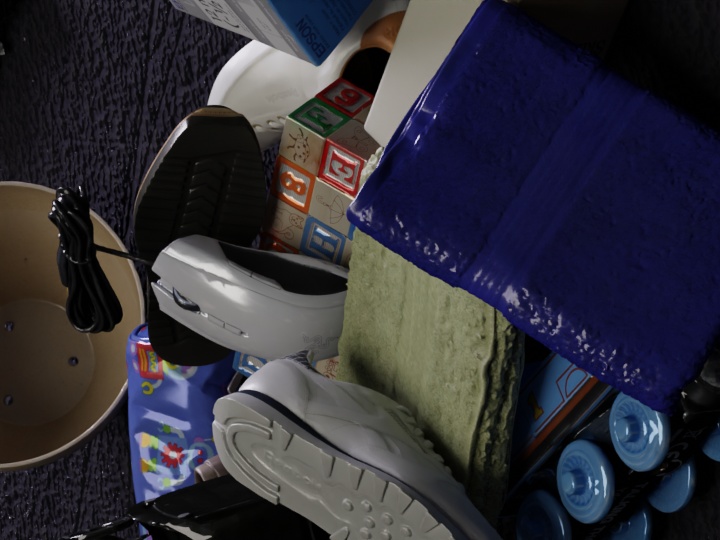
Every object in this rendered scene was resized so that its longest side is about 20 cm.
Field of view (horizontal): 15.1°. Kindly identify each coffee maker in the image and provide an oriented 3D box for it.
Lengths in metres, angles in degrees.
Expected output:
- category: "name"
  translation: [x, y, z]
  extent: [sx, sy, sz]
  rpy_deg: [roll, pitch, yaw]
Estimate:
- category: "coffee maker"
  translation: [-0.060, 0.222, 1.570]
  extent: [0.135, 0.192, 0.200]
  rpy_deg: [-58, -44, -83]

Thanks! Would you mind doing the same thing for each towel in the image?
- category: "towel"
  translation: [0.040, 0.042, 1.507]
  extent: [0.148, 0.036, 0.200]
  rpy_deg: [41, 137, 43]
- category: "towel"
  translation: [0.111, -0.033, 1.399]
  extent: [0.200, 0.148, 0.050]
  rpy_deg: [32, 167, 7]

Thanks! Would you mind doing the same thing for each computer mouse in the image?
- category: "computer mouse"
  translation: [-0.087, 0.015, 1.586]
  extent: [0.200, 0.044, 0.110]
  rpy_deg: [12, 137, 8]

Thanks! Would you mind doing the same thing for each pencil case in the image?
- category: "pencil case"
  translation: [-0.109, 0.128, 1.820]
  extent: [0.087, 0.078, 0.200]
  rpy_deg: [0, 98, 24]

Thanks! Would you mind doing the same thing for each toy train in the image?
- category: "toy train"
  translation: [0.133, 0.084, 1.488]
  extent: [0.200, 0.087, 0.114]
  rpy_deg: [-54, 51, 44]

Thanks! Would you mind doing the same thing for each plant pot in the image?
- category: "plant pot"
  translation: [-0.242, 0.052, 1.911]
  extent: [0.134, 0.200, 0.200]
  rpy_deg: [78, 170, -75]

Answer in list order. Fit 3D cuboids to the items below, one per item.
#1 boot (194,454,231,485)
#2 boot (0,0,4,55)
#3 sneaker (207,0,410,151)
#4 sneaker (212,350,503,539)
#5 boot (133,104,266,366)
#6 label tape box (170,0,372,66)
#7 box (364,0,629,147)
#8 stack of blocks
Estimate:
- category: "boot"
  translation: [-0.044, 0.187, 1.682]
  extent: [0.070, 0.146, 0.200]
  rpy_deg: [29, 123, 56]
- category: "boot"
  translation: [-0.329, -0.219, 2.035]
  extent: [0.198, 0.073, 0.163]
  rpy_deg: [58, 141, 25]
- category: "sneaker"
  translation: [-0.028, -0.109, 1.659]
  extent: [0.200, 0.073, 0.085]
  rpy_deg: [-43, 62, 47]
- category: "sneaker"
  translation: [0.015, 0.112, 1.481]
  extent: [0.200, 0.080, 0.076]
  rpy_deg: [36, 134, 20]
- category: "boot"
  translation: [-0.103, -0.058, 1.661]
  extent: [0.200, 0.077, 0.138]
  rpy_deg: [106, 166, -45]
- category: "label tape box"
  translation: [-0.103, -0.208, 1.587]
  extent: [0.200, 0.066, 0.143]
  rpy_deg: [23, 160, 42]
- category: "box"
  translation: [0.084, -0.141, 1.490]
  extent: [0.078, 0.095, 0.200]
  rpy_deg: [48, 134, 34]
- category: "stack of blocks"
  translation: [0.000, 0.000, 1.628]
  extent: [0.115, 0.059, 0.200]
  rpy_deg: [31, 132, 19]
